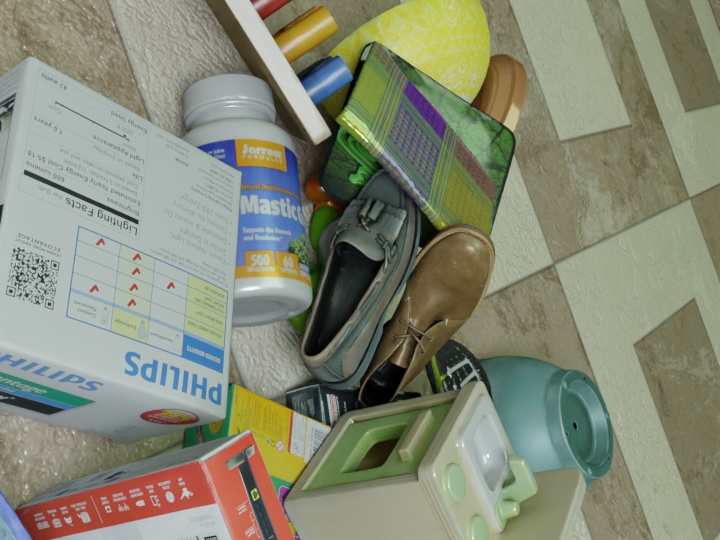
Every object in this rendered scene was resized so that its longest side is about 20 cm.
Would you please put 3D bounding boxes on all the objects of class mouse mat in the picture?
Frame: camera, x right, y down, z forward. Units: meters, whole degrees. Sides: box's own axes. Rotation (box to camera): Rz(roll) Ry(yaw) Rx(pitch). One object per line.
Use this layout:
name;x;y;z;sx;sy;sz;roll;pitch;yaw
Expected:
mouse mat;0.061;-0.106;0.950;0.198;0.007;0.163;26;72;-26

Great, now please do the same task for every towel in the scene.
towel;0.059;-0.100;0.896;0.200;0.023;0.144;47;34;-22

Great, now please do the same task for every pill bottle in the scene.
pill bottle;-0.105;-0.061;0.853;0.111;0.111;0.203;11;66;-49

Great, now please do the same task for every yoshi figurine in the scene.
yoshi figurine;-0.024;-0.007;0.947;0.111;0.112;0.203;23;57;-25

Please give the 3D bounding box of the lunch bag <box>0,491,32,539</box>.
lunch bag;-0.275;0.160;0.510;0.202;0.126;0.170;63;30;-14

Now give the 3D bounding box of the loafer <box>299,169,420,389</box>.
loafer;0.000;0.000;0.851;0.063;0.071;0.203;40;63;-58

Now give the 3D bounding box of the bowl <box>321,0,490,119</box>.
bowl;0.059;-0.188;1.039;0.199;0.199;0.109;-11;73;-53

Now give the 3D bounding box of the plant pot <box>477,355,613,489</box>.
plant pot;0.199;0.184;1.106;0.199;0.133;0.203;25;56;-43

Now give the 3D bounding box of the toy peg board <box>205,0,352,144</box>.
toy peg board;-0.068;-0.230;0.900;0.200;0.097;0.200;57;-2;-14

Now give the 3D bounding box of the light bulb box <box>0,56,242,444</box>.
light bulb box;-0.197;-0.002;0.698;0.197;0.124;0.203;27;55;-43

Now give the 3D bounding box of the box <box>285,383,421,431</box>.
box;0.009;0.212;0.924;0.158;0.046;0.203;12;65;-49

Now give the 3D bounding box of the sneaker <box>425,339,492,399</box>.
sneaker;0.093;0.167;1.009;0.073;0.080;0.203;-25;104;-47

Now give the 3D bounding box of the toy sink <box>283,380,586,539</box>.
toy sink;0.061;0.172;0.789;0.113;0.198;0.130;64;33;-16

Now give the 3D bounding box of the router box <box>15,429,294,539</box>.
router box;-0.118;0.212;0.635;0.049;0.198;0.182;-24;92;-54

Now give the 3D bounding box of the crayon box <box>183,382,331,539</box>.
crayon box;-0.088;0.207;0.793;0.118;0.058;0.203;31;51;-40

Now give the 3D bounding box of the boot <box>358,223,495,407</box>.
boot;0.056;0.049;0.872;0.073;0.201;0.076;30;33;-2

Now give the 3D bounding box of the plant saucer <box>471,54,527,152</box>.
plant saucer;0.110;-0.153;1.103;0.032;0.200;0.202;29;50;-20
